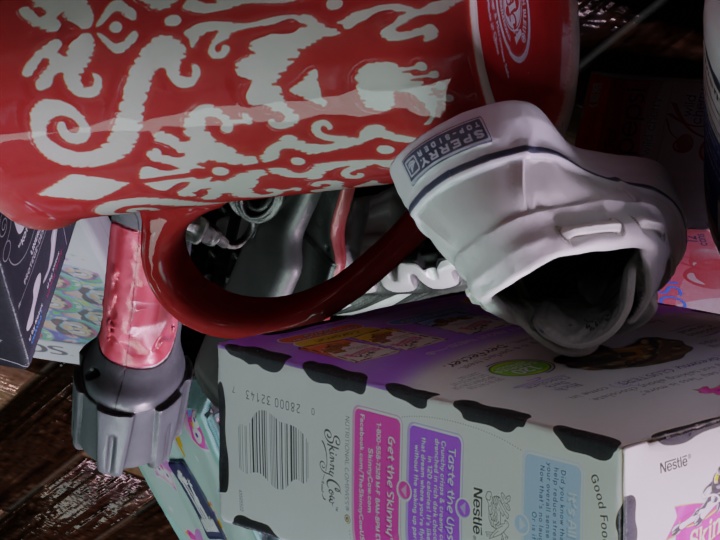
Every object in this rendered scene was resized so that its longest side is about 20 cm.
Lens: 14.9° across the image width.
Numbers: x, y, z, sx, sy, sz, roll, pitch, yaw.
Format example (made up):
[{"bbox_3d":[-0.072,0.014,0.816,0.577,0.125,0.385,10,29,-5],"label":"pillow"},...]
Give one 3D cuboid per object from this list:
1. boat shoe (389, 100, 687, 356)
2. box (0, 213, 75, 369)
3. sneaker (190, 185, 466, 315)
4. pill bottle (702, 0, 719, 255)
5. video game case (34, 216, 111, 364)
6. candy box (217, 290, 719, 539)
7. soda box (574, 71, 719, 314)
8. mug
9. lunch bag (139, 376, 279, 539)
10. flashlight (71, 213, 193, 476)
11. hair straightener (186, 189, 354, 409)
[{"bbox_3d":[0.069,-0.002,0.940,0.074,0.065,0.200,-31,161,21],"label":"boat shoe"},{"bbox_3d":[-0.220,-0.058,1.134,0.200,0.132,0.115,11,152,7],"label":"box"},{"bbox_3d":[0.000,0.000,1.216,0.200,0.067,0.091,-4,148,31],"label":"sneaker"},{"bbox_3d":[0.170,-0.068,0.924,0.111,0.111,0.200,9,156,11],"label":"pill bottle"},{"bbox_3d":[-0.201,-0.008,1.360,0.182,0.024,0.200,8,155,13],"label":"video game case"},{"bbox_3d":[0.075,0.061,0.974,0.168,0.072,0.200,-11,-165,-41],"label":"candy box"},{"bbox_3d":[0.136,-0.003,1.131,0.063,0.070,0.200,6,155,19],"label":"soda box"},{"bbox_3d":[-0.024,-0.074,1.001,0.200,0.134,0.178,-3,144,25],"label":"mug"},{"bbox_3d":[-0.019,0.111,1.385,0.200,0.122,0.170,27,170,-15],"label":"lunch bag"},{"bbox_3d":[-0.093,-0.001,1.167,0.068,0.068,0.200,-14,132,-29],"label":"flashlight"},{"bbox_3d":[-0.033,-0.020,1.115,0.077,0.041,0.200,-9,137,-35],"label":"hair straightener"}]
